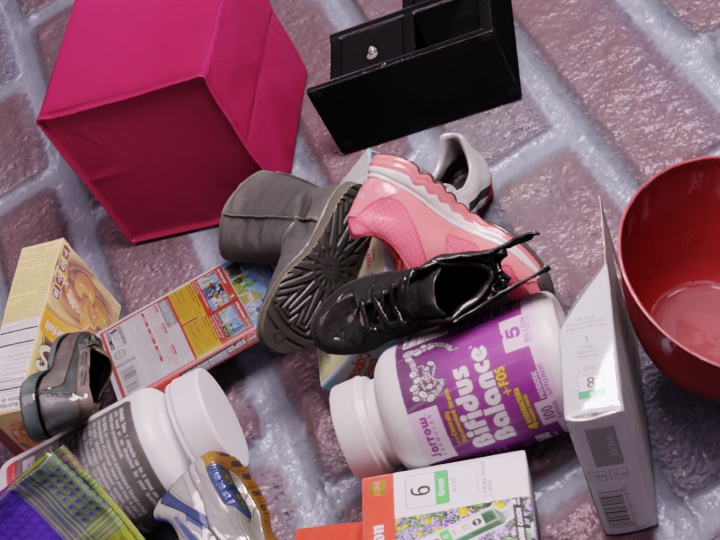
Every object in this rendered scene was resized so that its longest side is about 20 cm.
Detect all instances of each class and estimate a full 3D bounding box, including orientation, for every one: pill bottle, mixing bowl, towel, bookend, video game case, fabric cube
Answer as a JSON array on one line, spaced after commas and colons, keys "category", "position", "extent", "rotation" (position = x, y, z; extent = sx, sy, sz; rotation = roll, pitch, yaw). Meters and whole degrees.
[{"category": "pill bottle", "position": [0.080, 0.101, 1.177], "extent": [0.198, 0.113, 0.113], "rotation": [-21, 46, 12]}, {"category": "mixing bowl", "position": [0.281, 0.023, 1.109], "extent": [0.197, 0.109, 0.202], "rotation": [3, 54, -4]}, {"category": "towel", "position": [-0.280, 0.258, 1.223], "extent": [0.199, 0.144, 0.023], "rotation": [-39, 8, 7]}, {"category": "bookend", "position": [0.054, -0.247, 1.498], "extent": [0.196, 0.092, 0.202], "rotation": [-16, 46, 18]}, {"category": "video game case", "position": [-0.150, 0.049, 1.381], "extent": [0.198, 0.018, 0.143], "rotation": [-30, 31, -5]}, {"category": "pill bottle", "position": [-0.204, 0.175, 1.275], "extent": [0.198, 0.114, 0.115], "rotation": [-28, 45, 6]}, {"category": "fabric cube", "position": [-0.187, -0.182, 1.504], "extent": [0.194, 0.201, 0.201], "rotation": [-10, 48, 21]}]

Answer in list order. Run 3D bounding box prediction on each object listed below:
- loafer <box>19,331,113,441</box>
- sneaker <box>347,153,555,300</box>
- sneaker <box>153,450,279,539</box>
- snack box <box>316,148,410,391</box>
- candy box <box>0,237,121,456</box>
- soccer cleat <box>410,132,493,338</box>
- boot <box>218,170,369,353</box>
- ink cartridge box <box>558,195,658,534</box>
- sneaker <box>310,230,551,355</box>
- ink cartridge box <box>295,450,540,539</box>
[{"category": "loafer", "position": [-0.243, 0.099, 1.280], "extent": [0.062, 0.073, 0.200], "rotation": [-11, 12, 5]}, {"category": "sneaker", "position": [0.073, -0.013, 1.251], "extent": [0.087, 0.199, 0.074], "rotation": [-56, 7, -8]}, {"category": "sneaker", "position": [-0.098, 0.248, 1.178], "extent": [0.088, 0.075, 0.201], "rotation": [-39, 59, 14]}, {"category": "snack box", "position": [0.000, 0.000, 1.322], "extent": [0.116, 0.037, 0.202], "rotation": [-48, 34, 36]}, {"category": "candy box", "position": [-0.295, 0.085, 1.401], "extent": [0.055, 0.116, 0.202], "rotation": [-13, 48, 20]}, {"category": "soccer cleat", "position": [0.069, -0.033, 1.314], "extent": [0.068, 0.085, 0.202], "rotation": [3, 55, 31]}, {"category": "boot", "position": [-0.081, -0.015, 1.338], "extent": [0.199, 0.073, 0.183], "rotation": [10, 61, 51]}, {"category": "ink cartridge box", "position": [0.184, 0.071, 1.108], "extent": [0.049, 0.162, 0.202], "rotation": [-12, 48, 13]}, {"category": "sneaker", "position": [0.051, 0.018, 1.163], "extent": [0.197, 0.104, 0.061], "rotation": [-18, 87, 1]}, {"category": "ink cartridge box", "position": [0.038, 0.208, 1.120], "extent": [0.197, 0.051, 0.110], "rotation": [-10, 38, 8]}]
